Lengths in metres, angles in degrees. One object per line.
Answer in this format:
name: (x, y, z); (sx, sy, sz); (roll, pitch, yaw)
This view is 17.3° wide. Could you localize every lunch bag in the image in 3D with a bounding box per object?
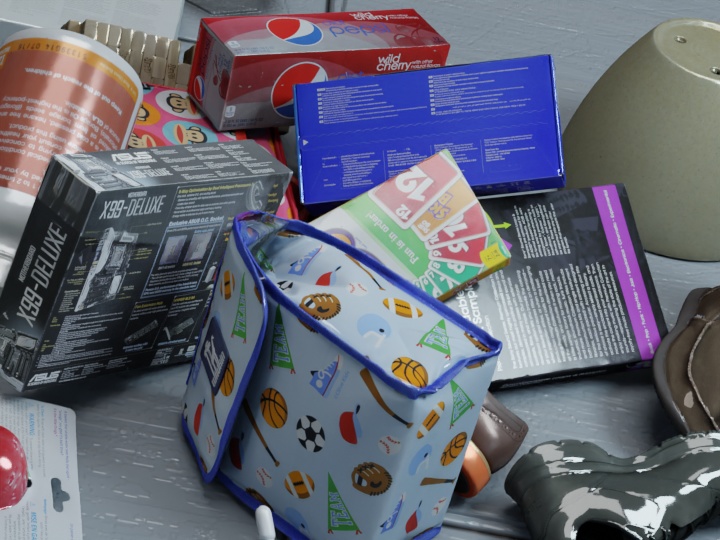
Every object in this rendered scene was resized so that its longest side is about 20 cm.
lunch bag: (-0.031, 0.078, 1.564); (0.199, 0.171, 0.123); (36, 35, 26)
lunch bag: (-0.121, -0.060, 1.804); (0.175, 0.082, 0.201); (8, 34, -17)

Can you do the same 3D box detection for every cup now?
cup: (0.275, -0.124, 1.979); (0.198, 0.144, 0.201); (10, 35, -7)

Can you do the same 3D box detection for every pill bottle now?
pill bottle: (-0.233, -0.062, 1.678); (0.111, 0.112, 0.201); (16, 64, 1)

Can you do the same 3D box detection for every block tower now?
block tower: (-0.144, -0.153, 1.904); (0.198, 0.058, 0.054); (10, -8, -18)

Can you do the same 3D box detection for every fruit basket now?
fruit basket: (-0.273, 0.132, 1.491); (0.199, 0.094, 0.186); (19, 32, -23)

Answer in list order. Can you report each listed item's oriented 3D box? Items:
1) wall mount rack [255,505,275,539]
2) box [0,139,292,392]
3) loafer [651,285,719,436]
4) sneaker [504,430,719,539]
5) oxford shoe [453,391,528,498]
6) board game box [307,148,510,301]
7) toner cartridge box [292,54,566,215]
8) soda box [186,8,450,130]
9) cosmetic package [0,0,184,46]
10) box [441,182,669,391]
wall mount rack: (-0.078, 0.234, 1.410); (0.198, 0.075, 0.174); (-8, 41, -30)
box: (-0.151, -0.006, 1.608); (0.050, 0.159, 0.199); (38, 28, 29)
loafer: (0.268, 0.062, 1.758); (0.071, 0.073, 0.200); (-21, 23, 27)
sneaker: (0.200, 0.166, 1.625); (0.198, 0.076, 0.091); (-5, 48, -15)
oxford shoe: (0.033, 0.064, 1.648); (0.072, 0.071, 0.200); (-39, 84, -22)
board game box: (0.000, 0.000, 1.704); (0.199, 0.030, 0.096); (-29, 76, -7)
toner cartridge box: (0.052, -0.101, 1.775); (0.198, 0.043, 0.096); (-5, 78, 8)
soda box: (-0.032, -0.159, 1.850); (0.199, 0.071, 0.063); (-6, 36, -32)
cosmetic package: (-0.251, -0.220, 1.996); (0.198, 0.052, 0.151); (12, 37, -5)
box: (0.128, 0.014, 1.769); (0.198, 0.036, 0.144); (-6, 72, -28)
